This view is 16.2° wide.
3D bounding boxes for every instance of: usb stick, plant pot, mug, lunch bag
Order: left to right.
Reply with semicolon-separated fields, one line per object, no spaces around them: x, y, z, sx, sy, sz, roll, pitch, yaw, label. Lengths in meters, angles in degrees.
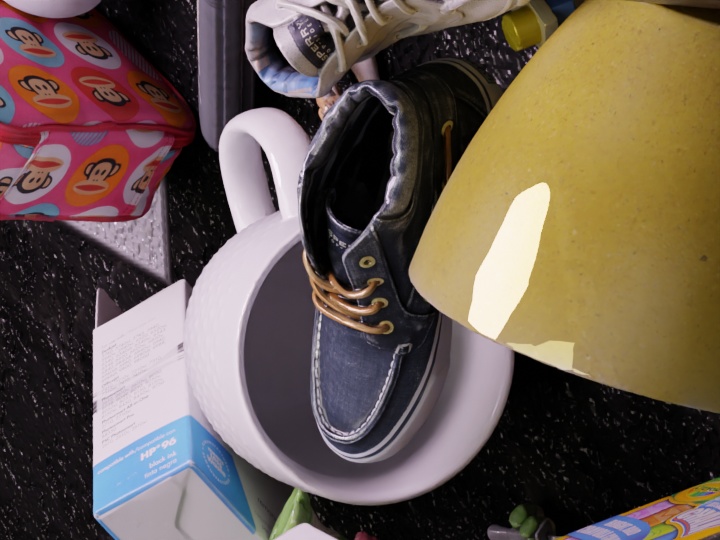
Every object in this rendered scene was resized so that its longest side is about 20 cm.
-0.206;-0.109;1.431;0.176;0.199;0.082;46;115;25;lunch bag
-0.071;-0.134;1.337;0.200;0.032;0.056;94;162;-59;usb stick
-0.027;0.013;1.306;0.175;0.147;0.201;-173;65;-71;mug
0.133;-0.041;1.060;0.199;0.199;0.143;28;110;41;plant pot

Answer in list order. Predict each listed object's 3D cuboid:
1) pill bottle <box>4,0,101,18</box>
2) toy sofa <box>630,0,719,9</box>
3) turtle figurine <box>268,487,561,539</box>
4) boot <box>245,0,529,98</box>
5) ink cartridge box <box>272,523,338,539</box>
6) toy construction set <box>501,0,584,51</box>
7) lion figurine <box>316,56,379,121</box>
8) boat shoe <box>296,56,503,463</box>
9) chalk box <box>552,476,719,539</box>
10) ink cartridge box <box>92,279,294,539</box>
-0.149;-0.232;1.367;0.112;0.111;0.200;53;142;19;pill bottle
0.108;-0.211;1.017;0.098;0.082;0.201;-51;50;42;toy sofa
0.047;0.181;1.294;0.200;0.193;0.145;-167;98;-82;turtle figurine
0.009;-0.114;1.078;0.074;0.095;0.200;53;165;-4;boot
0.006;0.236;1.165;0.146;0.082;0.201;18;130;56;ink cartridge box
0.051;-0.196;1.142;0.200;0.092;0.131;47;161;19;toy construction set
-0.020;-0.150;1.280;0.123;0.072;0.201;56;148;30;lion figurine
0.000;0.000;1.148;0.071;0.091;0.202;25;111;29;boat shoe
0.156;0.172;1.152;0.124;0.199;0.126;-152;43;-85;chalk box
-0.092;0.090;1.421;0.116;0.068;0.201;51;-162;-34;ink cartridge box
